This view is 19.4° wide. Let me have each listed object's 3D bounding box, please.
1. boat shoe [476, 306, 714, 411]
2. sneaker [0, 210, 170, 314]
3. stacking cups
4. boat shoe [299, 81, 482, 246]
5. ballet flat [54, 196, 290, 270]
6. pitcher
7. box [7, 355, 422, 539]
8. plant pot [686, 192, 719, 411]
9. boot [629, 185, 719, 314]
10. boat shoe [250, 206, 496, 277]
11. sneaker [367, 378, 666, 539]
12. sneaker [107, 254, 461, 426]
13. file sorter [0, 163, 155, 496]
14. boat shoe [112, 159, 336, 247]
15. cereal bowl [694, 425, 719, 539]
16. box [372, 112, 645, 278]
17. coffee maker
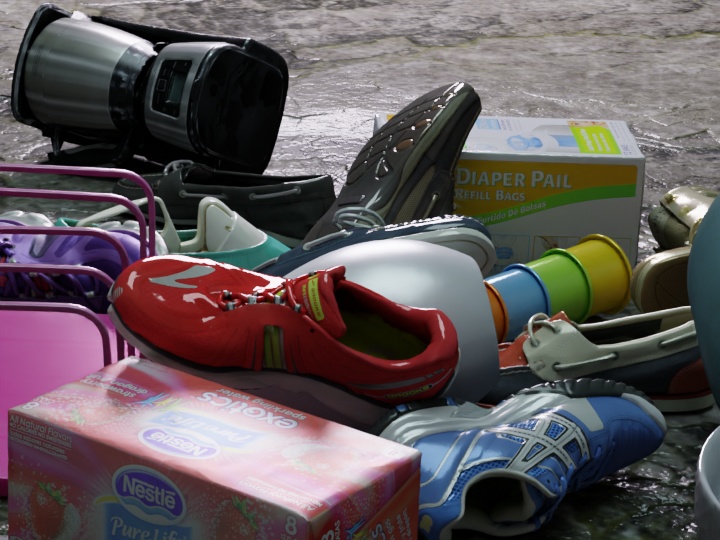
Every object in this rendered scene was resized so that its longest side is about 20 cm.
[{"bbox_3d":[0.136,0.055,1.361,0.200,0.063,0.071,-1,22,-5],"label":"boat shoe"},{"bbox_3d":[-0.209,0.007,1.430,0.200,0.081,0.083,6,10,37],"label":"sneaker"},{"bbox_3d":[0.102,0.029,1.450,0.200,0.061,0.060,-20,29,-38],"label":"stacking cups"},{"bbox_3d":[0.028,-0.047,1.507,0.200,0.073,0.074,-53,26,-17],"label":"boat shoe"},{"bbox_3d":[-0.130,-0.018,1.520,0.200,0.070,0.067,-2,20,-15],"label":"ballet flat"},{"bbox_3d":[-0.024,0.042,1.306,0.200,0.121,0.172,-11,18,-4],"label":"pitcher"},{"bbox_3d":[-0.078,0.124,1.088,0.200,0.095,0.103,16,24,33],"label":"box"},{"bbox_3d":[0.293,0.044,1.234,0.200,0.201,0.161,5,30,6],"label":"plant pot"},{"bbox_3d":[0.248,-0.009,1.531,0.200,0.073,0.155,-4,24,-29],"label":"boot"},{"bbox_3d":[0.000,0.000,1.383,0.200,0.075,0.062,-25,38,31],"label":"boat shoe"},{"bbox_3d":[0.096,0.114,1.202,0.200,0.076,0.077,-9,46,-30],"label":"sneaker"},{"bbox_3d":[-0.039,0.022,1.170,0.200,0.085,0.077,14,55,-9],"label":"sneaker"},{"bbox_3d":[-0.197,0.029,1.258,0.139,0.126,0.200,3,27,1],"label":"file sorter"},{"bbox_3d":[-0.106,-0.064,1.671,0.200,0.057,0.067,11,21,23],"label":"boat shoe"},{"bbox_3d":[0.270,0.145,1.083,0.200,0.083,0.200,2,24,-1],"label":"cereal bowl"},{"bbox_3d":[0.108,-0.057,1.612,0.200,0.101,0.113,2,19,-2],"label":"box"},{"bbox_3d":[-0.165,-0.157,1.811,0.200,0.135,0.192,14,22,27],"label":"coffee maker"}]
